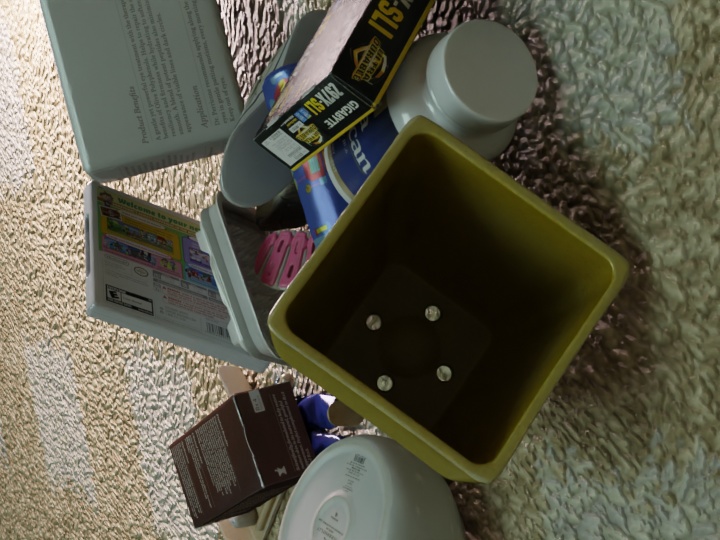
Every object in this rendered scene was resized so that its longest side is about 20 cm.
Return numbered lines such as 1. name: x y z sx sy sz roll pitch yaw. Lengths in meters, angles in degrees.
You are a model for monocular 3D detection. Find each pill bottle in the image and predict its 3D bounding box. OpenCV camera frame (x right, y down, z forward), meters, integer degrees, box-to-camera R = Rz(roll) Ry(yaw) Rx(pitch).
1. pill bottle: 0.056 -0.121 1.236 0.200 0.110 0.112 -35 71 60

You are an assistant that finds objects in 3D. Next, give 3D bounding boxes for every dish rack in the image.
1. dish rack: -0.102 0.019 1.537 0.200 0.043 0.173 29 -139 -73

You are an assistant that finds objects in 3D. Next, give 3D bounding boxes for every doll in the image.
1. doll: -0.056 0.174 1.637 0.200 0.048 0.138 -8 93 62

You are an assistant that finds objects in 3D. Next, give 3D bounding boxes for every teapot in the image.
1. teapot: 0.025 0.253 1.429 0.197 0.146 0.201 -41 40 32

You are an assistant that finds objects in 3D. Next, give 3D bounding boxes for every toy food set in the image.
1. toy food set: -0.150 0.224 1.819 0.144 0.060 0.201 60 147 29

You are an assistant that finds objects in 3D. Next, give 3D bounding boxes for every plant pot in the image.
1. plant pot: 0.052 0.039 1.184 0.194 0.196 0.200 35 165 2

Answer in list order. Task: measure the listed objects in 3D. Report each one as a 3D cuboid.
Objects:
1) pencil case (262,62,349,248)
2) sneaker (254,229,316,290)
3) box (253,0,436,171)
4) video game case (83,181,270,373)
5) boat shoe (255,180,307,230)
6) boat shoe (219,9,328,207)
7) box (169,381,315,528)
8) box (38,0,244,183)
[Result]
1. pencil case: -0.022 -0.088 1.354 0.078 0.087 0.201 -21 80 17
2. sneaker: 0.000 0.000 1.443 0.199 0.087 0.074 4 82 39
3. box: 0.004 -0.191 1.239 0.049 0.201 0.160 34 154 -12
4. video game case: -0.188 0.006 1.584 0.022 0.199 0.183 -50 33 32
5. boat shoe: -0.053 -0.103 1.490 0.200 0.075 0.072 -35 61 53
6. boat shoe: -0.075 -0.146 1.435 0.201 0.072 0.066 -69 13 -12
7. box: -0.126 0.196 1.642 0.200 0.075 0.101 -39 68 58
8. box: -0.220 -0.205 1.590 0.200 0.170 0.201 171 84 -83
